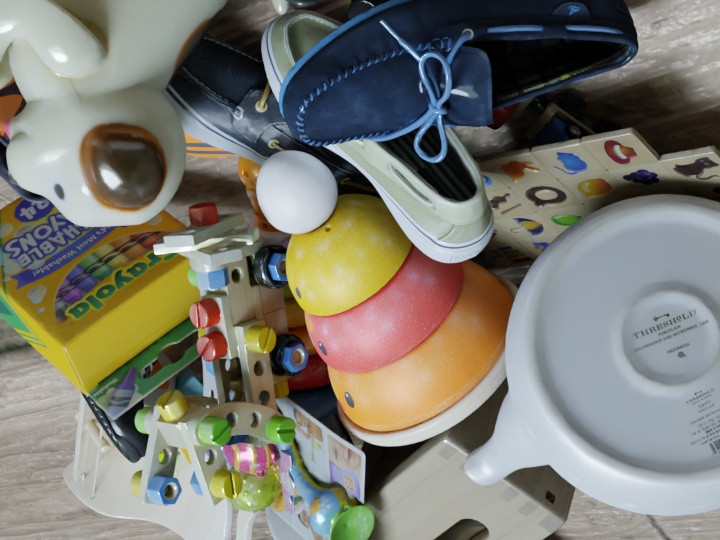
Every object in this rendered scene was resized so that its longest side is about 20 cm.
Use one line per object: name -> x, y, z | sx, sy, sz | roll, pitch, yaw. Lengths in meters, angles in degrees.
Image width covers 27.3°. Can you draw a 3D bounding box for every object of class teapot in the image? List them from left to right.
teapot -> 0.183, 0.056, 0.886 | 0.199, 0.198, 0.146 | 18, 166, 13

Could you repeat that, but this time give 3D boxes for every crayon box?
crayon box -> -0.184, 0.004, 1.044 | 0.200, 0.126, 0.052 | 34, 151, 39

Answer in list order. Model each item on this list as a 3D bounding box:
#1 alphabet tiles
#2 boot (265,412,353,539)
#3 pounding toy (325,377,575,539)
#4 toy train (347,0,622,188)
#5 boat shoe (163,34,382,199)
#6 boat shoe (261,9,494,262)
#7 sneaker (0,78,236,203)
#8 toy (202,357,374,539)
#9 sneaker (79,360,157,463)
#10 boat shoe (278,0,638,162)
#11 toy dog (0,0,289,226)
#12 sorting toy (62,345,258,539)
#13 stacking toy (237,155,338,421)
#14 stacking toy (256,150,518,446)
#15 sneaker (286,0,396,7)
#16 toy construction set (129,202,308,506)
alphabet tiles -> 0.146, -0.036, 0.916 | 0.200, 0.006, 0.166 | -8, 150, 37
boot -> -0.027, 0.167, 1.156 | 0.073, 0.200, 0.090 | -23, 128, 11
pounding toy -> 0.085, 0.142, 1.076 | 0.142, 0.184, 0.200 | 36, 132, -9
toy train -> 0.078, -0.110, 0.888 | 0.200, 0.046, 0.034 | 33, 141, -6
boat shoe -> -0.043, -0.108, 0.948 | 0.200, 0.071, 0.091 | 32, 141, -17
boat shoe -> 0.013, -0.093, 0.871 | 0.200, 0.072, 0.062 | 48, 157, 22
sneaker -> -0.174, -0.088, 1.006 | 0.199, 0.112, 0.078 | 11, 139, 17
toy -> -0.069, 0.135, 1.032 | 0.200, 0.047, 0.115 | 29, 129, 43
sneaker -> -0.178, 0.043, 1.108 | 0.088, 0.200, 0.074 | -21, 155, -5
boat shoe -> 0.055, -0.112, 0.794 | 0.200, 0.069, 0.084 | -24, 146, -4
toy dog -> -0.148, -0.124, 0.875 | 0.193, 0.201, 0.139 | 9, 173, -21
sorting toy -> -0.149, 0.156, 1.217 | 0.180, 0.107, 0.200 | 46, 146, 20
stacking toy -> -0.050, -0.004, 1.042 | 0.116, 0.110, 0.200 | 23, 138, 43
stacking toy -> 0.000, 0.000, 0.942 | 0.146, 0.146, 0.200 | -14, 126, 40
sneaker -> 0.035, -0.180, 0.804 | 0.200, 0.086, 0.080 | -10, 130, 37
toy construction set -> -0.093, 0.045, 0.949 | 0.092, 0.131, 0.201 | 21, 118, 38
